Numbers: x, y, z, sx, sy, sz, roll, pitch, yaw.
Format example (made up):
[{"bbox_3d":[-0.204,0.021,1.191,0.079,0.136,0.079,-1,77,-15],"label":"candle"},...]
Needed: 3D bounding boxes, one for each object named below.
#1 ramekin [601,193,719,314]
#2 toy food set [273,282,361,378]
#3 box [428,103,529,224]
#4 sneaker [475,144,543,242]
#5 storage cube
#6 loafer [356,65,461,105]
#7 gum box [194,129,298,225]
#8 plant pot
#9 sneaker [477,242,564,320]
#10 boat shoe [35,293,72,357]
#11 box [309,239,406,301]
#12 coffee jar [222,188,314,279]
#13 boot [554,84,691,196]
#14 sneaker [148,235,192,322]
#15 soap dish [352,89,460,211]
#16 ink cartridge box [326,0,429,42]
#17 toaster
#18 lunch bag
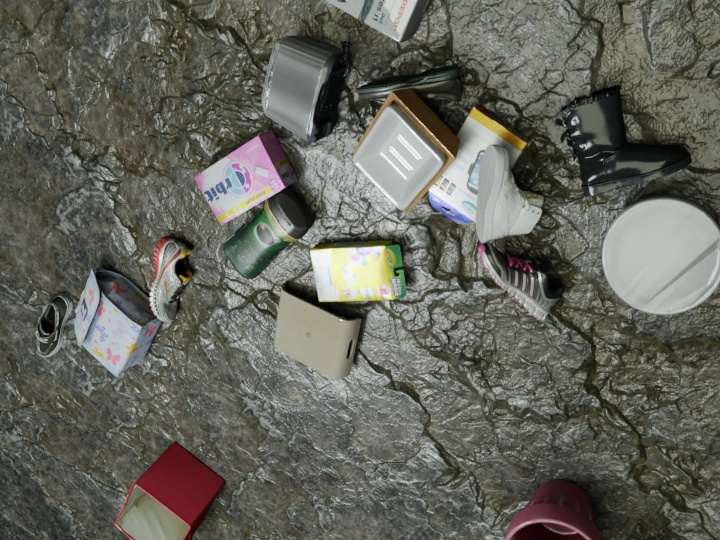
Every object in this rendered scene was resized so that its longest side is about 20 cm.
[{"bbox_3d":[0.516,-0.036,1.282,0.197,0.094,0.208,8,112,19],"label":"ramekin"},{"bbox_3d":[-0.098,0.129,1.621,0.196,0.060,0.147,24,118,21],"label":"toy food set"},{"bbox_3d":[0.208,-0.186,1.379,0.118,0.042,0.202,34,121,6],"label":"box"},{"bbox_3d":[0.269,-0.142,1.325,0.112,0.075,0.203,-8,136,-5],"label":"sneaker"},{"bbox_3d":[-0.473,0.583,1.872,0.198,0.180,0.173,34,119,4],"label":"storage cube"},{"bbox_3d":[0.088,-0.320,1.358,0.195,0.072,0.064,-6,114,21],"label":"loafer"},{"bbox_3d":[-0.240,-0.187,1.540,0.197,0.066,0.115,-25,98,28],"label":"gum box"},{"bbox_3d":[0.397,0.527,1.502,0.195,0.179,0.205,8,113,19],"label":"plant pot"},{"bbox_3d":[0.302,0.002,1.386,0.199,0.074,0.087,40,111,-17],"label":"sneaker"},{"bbox_3d":[-0.790,0.146,1.892,0.070,0.064,0.202,32,118,7],"label":"boat shoe"},{"bbox_3d":[0.000,0.000,1.530,0.195,0.048,0.120,-1,110,25],"label":"box"},{"bbox_3d":[-0.190,-0.077,1.553,0.199,0.085,0.105,-37,93,30],"label":"coffee jar"},{"bbox_3d":[0.437,-0.226,1.256,0.194,0.073,0.166,-14,101,26],"label":"boot"},{"bbox_3d":[-0.426,0.029,1.694,0.080,0.078,0.205,16,116,13],"label":"sneaker"},{"bbox_3d":[0.082,-0.217,1.354,0.157,0.081,0.200,45,149,1],"label":"soap dish"},{"bbox_3d":[0.027,-0.511,1.297,0.197,0.083,0.149,30,119,7],"label":"ink cartridge box"},{"bbox_3d":[-0.103,-0.350,1.396,0.127,0.114,0.204,25,119,13],"label":"toaster"},{"bbox_3d":[-0.589,0.117,1.769,0.199,0.127,0.171,40,117,10],"label":"lunch bag"}]
